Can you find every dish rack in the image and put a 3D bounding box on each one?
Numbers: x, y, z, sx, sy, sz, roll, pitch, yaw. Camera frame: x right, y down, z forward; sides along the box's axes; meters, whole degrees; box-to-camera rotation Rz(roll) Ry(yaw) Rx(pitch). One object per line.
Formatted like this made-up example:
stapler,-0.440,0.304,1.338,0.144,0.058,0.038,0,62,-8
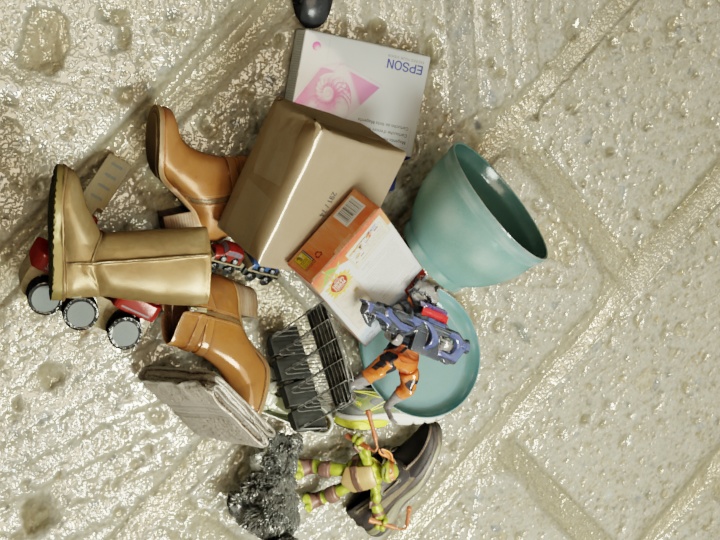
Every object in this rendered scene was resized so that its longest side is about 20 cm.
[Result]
dish rack,-0.058,0.129,1.667,0.054,0.200,0.155,-12,77,-31

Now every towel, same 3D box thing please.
towel,-0.207,0.182,1.655,0.133,0.199,0.035,49,62,-23

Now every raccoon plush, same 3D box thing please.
raccoon plush,-0.094,0.318,1.746,0.135,0.199,0.096,-59,155,15

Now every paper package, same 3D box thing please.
paper package,-0.063,-0.105,1.647,0.190,0.103,0.202,10,112,-49

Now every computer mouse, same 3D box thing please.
computer mouse,-0.062,-0.428,1.670,0.058,0.034,0.203,-5,103,-21

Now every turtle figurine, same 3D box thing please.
turtle figurine,-0.012,0.289,1.795,0.159,0.065,0.202,-10,113,17

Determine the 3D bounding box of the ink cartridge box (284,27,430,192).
ink cartridge box,-0.012,-0.219,1.734,0.194,0.043,0.203,7,97,-24

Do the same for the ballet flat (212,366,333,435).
ballet flat,-0.117,0.182,1.763,0.199,0.069,0.070,28,90,-25

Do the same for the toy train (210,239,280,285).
toy train,-0.182,-0.020,1.679,0.199,0.034,0.046,17,119,-43

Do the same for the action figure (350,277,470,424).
action figure,0.041,0.094,1.700,0.199,0.104,0.195,33,88,-35

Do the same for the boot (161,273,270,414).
boot,-0.199,0.104,1.657,0.154,0.073,0.202,12,65,-54

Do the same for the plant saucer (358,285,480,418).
plant saucer,0.083,0.117,1.818,0.198,0.027,0.203,7,73,-23

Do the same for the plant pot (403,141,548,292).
plant pot,0.144,-0.055,1.707,0.134,0.201,0.200,-40,116,19

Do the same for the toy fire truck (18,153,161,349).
toy fire truck,-0.326,-0.030,1.612,0.175,0.129,0.201,27,100,-26

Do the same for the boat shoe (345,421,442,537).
boat shoe,0.049,0.303,1.844,0.073,0.075,0.201,30,99,-18

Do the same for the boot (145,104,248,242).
boot,-0.198,-0.134,1.651,0.154,0.077,0.202,-15,110,-18

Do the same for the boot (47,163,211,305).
boot,-0.286,-0.044,1.547,0.198,0.066,0.177,-1,103,-22

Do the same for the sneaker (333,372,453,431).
sneaker,0.056,0.181,1.831,0.198,0.074,0.086,-8,104,-21

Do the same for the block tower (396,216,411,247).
block tower,0.062,-0.026,1.800,0.199,0.058,0.054,-39,113,-9

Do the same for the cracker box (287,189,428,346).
cracker box,0.000,0.000,1.670,0.134,0.058,0.200,-48,145,-7
